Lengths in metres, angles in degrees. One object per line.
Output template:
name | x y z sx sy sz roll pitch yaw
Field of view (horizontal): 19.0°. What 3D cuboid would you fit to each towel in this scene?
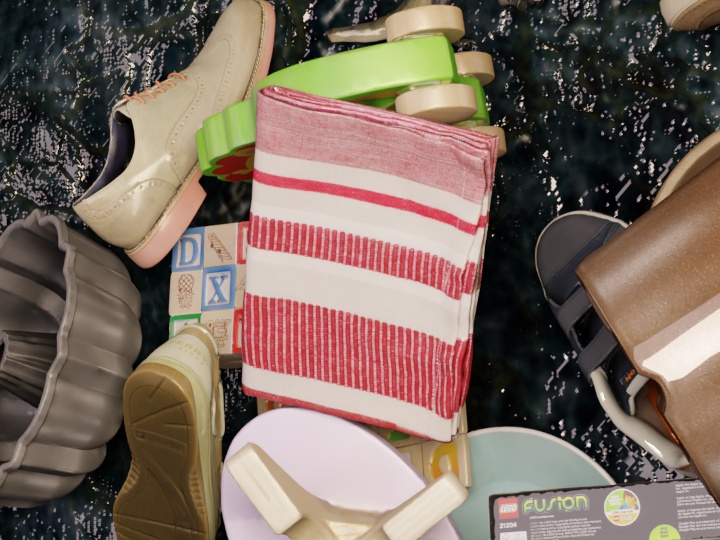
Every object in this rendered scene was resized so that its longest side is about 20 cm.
towel | 0.000 0.000 1.250 0.143 0.023 0.202 13 118 14

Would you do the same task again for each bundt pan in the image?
bundt pan | -0.212 0.068 1.445 0.202 0.075 0.203 -36 44 44

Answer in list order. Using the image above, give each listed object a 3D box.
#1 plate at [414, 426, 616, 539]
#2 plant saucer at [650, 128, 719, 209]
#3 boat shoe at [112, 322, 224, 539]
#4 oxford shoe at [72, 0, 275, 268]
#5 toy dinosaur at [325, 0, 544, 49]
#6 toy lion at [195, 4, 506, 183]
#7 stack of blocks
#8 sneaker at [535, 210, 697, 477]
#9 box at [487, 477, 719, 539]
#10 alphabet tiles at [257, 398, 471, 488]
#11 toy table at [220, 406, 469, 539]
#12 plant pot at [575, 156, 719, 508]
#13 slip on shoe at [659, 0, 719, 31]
plate | 0.093 0.198 1.323 0.199 0.026 0.202 -4 83 31
plant saucer | 0.254 0.005 1.206 0.198 0.029 0.202 -1 76 5
boat shoe | -0.118 0.126 1.404 0.073 0.063 0.202 16 131 18
oxford shoe | -0.120 -0.105 1.420 0.071 0.074 0.201 -11 50 61
toy dinosaur | 0.066 -0.187 1.368 0.200 0.047 0.088 -43 51 20
toy lion | -0.014 -0.094 1.324 0.190 0.200 0.069 -11 81 10
stack of blocks | -0.031 0.026 1.376 0.199 0.058 0.116 -5 77 37
sneaker | 0.164 0.038 1.268 0.079 0.079 0.200 -48 63 18
box | 0.182 0.139 1.209 0.198 0.110 0.035 -7 78 19
alphabet tiles | -0.002 0.087 1.383 0.165 0.006 0.202 -15 72 35
toy table | -0.012 0.175 1.268 0.200 0.117 0.184 41 95 4
plant pot | 0.229 0.009 1.103 0.197 0.200 0.201 -31 69 5
slip on shoe | 0.269 -0.168 1.236 0.199 0.076 0.061 -20 87 21
